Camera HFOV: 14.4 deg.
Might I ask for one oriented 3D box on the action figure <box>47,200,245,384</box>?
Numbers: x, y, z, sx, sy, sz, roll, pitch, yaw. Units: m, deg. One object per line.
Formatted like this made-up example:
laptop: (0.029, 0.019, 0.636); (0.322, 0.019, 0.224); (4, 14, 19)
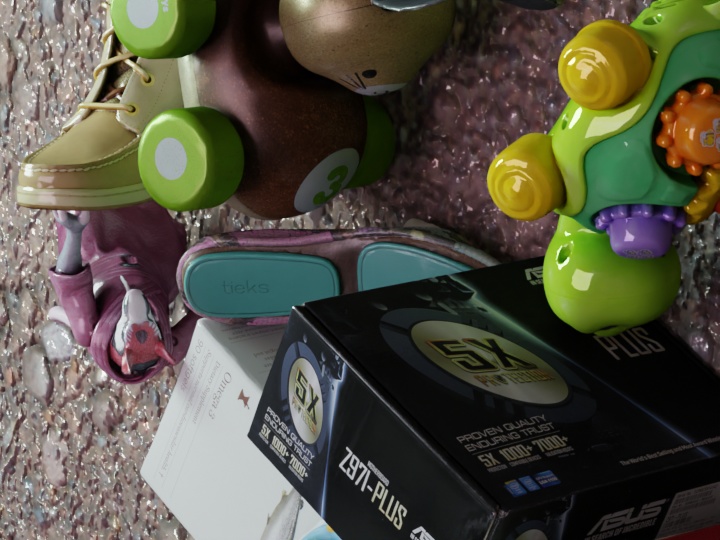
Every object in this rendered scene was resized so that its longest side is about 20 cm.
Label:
action figure: (-0.147, 0.016, 1.663); (0.149, 0.134, 0.200); (-60, 21, 22)

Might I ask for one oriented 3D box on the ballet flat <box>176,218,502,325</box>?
ballet flat: (0.000, 0.000, 1.562); (0.200, 0.071, 0.069); (3, 116, 13)

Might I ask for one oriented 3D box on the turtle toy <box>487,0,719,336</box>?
turtle toy: (0.138, -0.054, 1.369); (0.101, 0.146, 0.200); (39, 130, 11)

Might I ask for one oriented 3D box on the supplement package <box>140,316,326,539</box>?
supplement package: (-0.010, 0.124, 1.581); (0.200, 0.117, 0.117); (46, 127, 33)

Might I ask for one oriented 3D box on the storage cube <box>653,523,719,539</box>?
storage cube: (0.122, 0.246, 1.332); (0.200, 0.171, 0.180); (-50, 60, 42)

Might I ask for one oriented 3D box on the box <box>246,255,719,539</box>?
box: (0.076, 0.082, 1.405); (0.164, 0.200, 0.086); (45, 129, 35)

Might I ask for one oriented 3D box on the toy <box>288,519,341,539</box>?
toy: (-0.042, 0.181, 1.470); (0.200, 0.047, 0.115); (-47, 36, 42)

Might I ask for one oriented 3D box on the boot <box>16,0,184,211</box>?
boot: (-0.127, -0.123, 1.568); (0.073, 0.200, 0.156); (9, 113, 29)

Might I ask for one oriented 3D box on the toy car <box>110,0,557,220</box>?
toy car: (0.000, -0.117, 1.501); (0.200, 0.164, 0.158); (-11, 89, 38)
